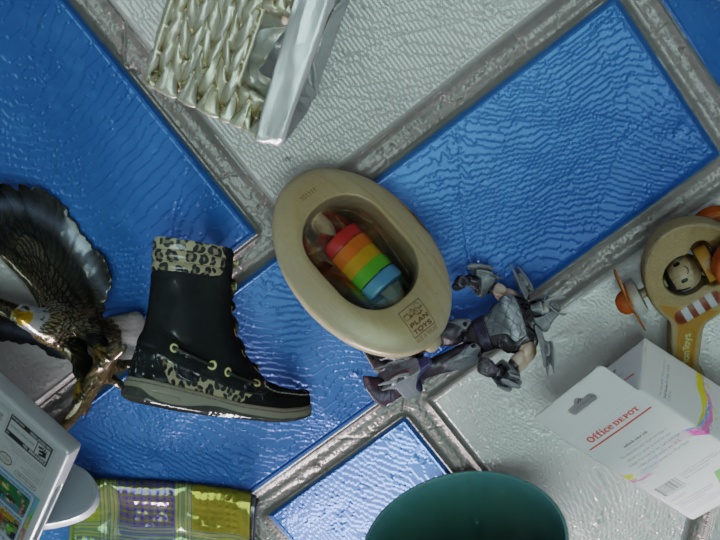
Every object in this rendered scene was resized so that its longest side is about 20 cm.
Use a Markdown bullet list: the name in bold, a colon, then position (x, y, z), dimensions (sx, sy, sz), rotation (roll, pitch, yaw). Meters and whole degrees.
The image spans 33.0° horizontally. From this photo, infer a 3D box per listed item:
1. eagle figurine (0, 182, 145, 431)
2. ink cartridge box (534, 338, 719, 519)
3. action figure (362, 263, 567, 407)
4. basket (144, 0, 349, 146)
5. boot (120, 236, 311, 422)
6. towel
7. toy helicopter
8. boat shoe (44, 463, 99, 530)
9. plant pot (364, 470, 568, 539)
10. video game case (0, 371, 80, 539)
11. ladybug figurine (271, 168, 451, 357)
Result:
- **eagle figurine**: position (-0.298, 0.035, 1.127), dimensions (0.200, 0.152, 0.151), rotation (42, 62, 16)
- **ink cartridge box**: position (0.277, 0.142, 1.154), dimensions (0.198, 0.068, 0.117), rotation (32, 137, -11)
- **action figure**: position (0.100, 0.064, 1.127), dimensions (0.198, 0.131, 0.070), rotation (-23, 136, 13)
- **basket**: position (-0.085, -0.200, 0.991), dimensions (0.122, 0.200, 0.137), rotation (21, 109, -2)
- **boot**: position (-0.121, 0.059, 1.137), dimensions (0.201, 0.073, 0.157), rotation (13, 80, -38)
- **towel**: position (-0.202, 0.283, 1.251), dimensions (0.196, 0.023, 0.146), rotation (7, 110, -2)
- **toy helicopter**: position (0.296, 0.042, 1.141), dimensions (0.130, 0.079, 0.203), rotation (-7, 121, -4)
- **boat shoe**: position (-0.350, 0.232, 1.215), dimensions (0.196, 0.075, 0.066), rotation (0, 147, 9)
- **plant pot**: position (0.112, 0.323, 1.181), dimensions (0.197, 0.202, 0.163), rotation (-11, 122, 4)
- **video game case**: position (-0.362, 0.165, 1.128), dimensions (0.199, 0.024, 0.183), rotation (38, 120, 14)
- **ladybug figurine**: position (0.000, 0.000, 1.099), dimensions (0.135, 0.072, 0.201), rotation (-35, 78, -19)
